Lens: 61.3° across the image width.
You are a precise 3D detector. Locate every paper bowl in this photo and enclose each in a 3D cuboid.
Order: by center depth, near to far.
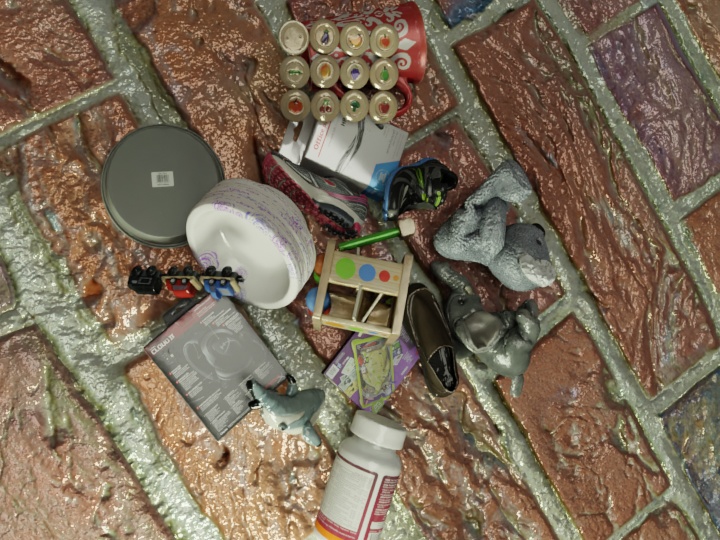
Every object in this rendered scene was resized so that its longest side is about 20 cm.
[{"bbox_3d":[-0.158,-0.048,0.930,0.200,0.200,0.105,40,48,-8],"label":"paper bowl"}]

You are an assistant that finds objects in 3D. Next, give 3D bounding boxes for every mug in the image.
[{"bbox_3d":[0.005,-0.356,1.020,0.195,0.135,0.181,-10,59,-11],"label":"mug"}]

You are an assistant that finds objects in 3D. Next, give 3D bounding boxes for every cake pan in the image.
[{"bbox_3d":[-0.313,-0.139,0.972,0.195,0.037,0.206,1,85,-15],"label":"cake pan"}]

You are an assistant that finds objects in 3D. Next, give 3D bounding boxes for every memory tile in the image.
[{"bbox_3d":[-0.033,-0.316,0.970,0.194,0.017,0.157,-2,108,-10],"label":"memory tile"}]

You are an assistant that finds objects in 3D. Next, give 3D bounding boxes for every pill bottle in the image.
[{"bbox_3d":[0.003,0.338,0.974,0.107,0.109,0.205,19,86,-12],"label":"pill bottle"}]

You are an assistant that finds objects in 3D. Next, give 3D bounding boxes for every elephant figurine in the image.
[{"bbox_3d":[0.201,0.097,1.060,0.195,0.157,0.144,13,126,-3],"label":"elephant figurine"}]

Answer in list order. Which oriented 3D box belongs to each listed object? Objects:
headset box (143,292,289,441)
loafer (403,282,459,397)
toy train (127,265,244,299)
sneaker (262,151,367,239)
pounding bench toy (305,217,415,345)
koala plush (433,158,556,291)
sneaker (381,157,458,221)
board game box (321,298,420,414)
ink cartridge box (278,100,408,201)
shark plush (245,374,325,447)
[{"bbox_3d":[-0.229,0.135,0.953,0.148,0.077,0.201,-40,95,-15],"label":"headset box"},{"bbox_3d":[0.127,0.116,1.026,0.072,0.071,0.204,-22,93,-16],"label":"loafer"},{"bbox_3d":[-0.269,0.019,0.925,0.195,0.034,0.047,0,57,16],"label":"toy train"},{"bbox_3d":[-0.077,-0.134,1.020,0.198,0.080,0.076,34,63,-18],"label":"sneaker"},{"bbox_3d":[0.000,0.000,0.987,0.152,0.124,0.205,11,76,-1],"label":"pounding bench toy"},{"bbox_3d":[0.245,-0.043,1.041,0.184,0.177,0.200,-44,87,-5],"label":"koala plush"},{"bbox_3d":[0.101,-0.137,1.023,0.082,0.072,0.198,28,39,26],"label":"sneaker"},{"bbox_3d":[0.038,0.137,1.050,0.120,0.032,0.201,42,77,-5],"label":"board game box"},{"bbox_3d":[-0.030,-0.214,1.038,0.196,0.067,0.119,21,81,-13],"label":"ink cartridge box"},{"bbox_3d":[-0.123,0.199,0.942,0.199,0.090,0.085,39,72,-43],"label":"shark plush"}]
